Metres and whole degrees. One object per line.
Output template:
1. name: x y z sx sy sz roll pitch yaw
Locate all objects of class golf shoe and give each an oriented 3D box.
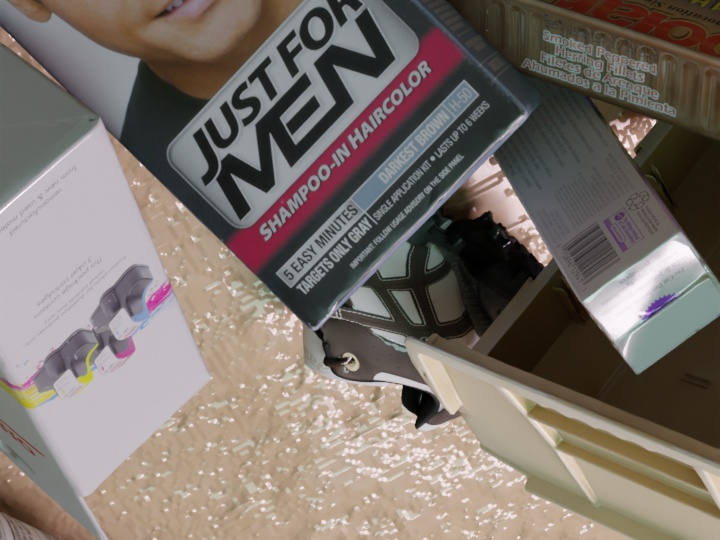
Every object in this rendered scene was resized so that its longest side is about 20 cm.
1. golf shoe: 0.000 0.000 0.808 0.094 0.078 0.200 -42 125 13

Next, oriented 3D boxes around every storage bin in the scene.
1. storage bin: 0.150 0.001 0.736 0.200 0.199 0.094 -50 132 -18

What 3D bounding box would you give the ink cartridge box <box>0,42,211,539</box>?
1. ink cartridge box: -0.123 -0.001 0.716 0.068 0.115 0.200 -43 151 -18

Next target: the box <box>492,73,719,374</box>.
1. box: 0.070 -0.040 0.724 0.041 0.200 0.039 -35 124 7

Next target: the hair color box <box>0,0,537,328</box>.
1. hair color box: -0.049 -0.089 0.674 0.200 0.061 0.099 45 104 0

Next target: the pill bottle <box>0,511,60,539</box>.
1. pill bottle: -0.162 0.151 0.836 0.200 0.113 0.113 32 109 -32

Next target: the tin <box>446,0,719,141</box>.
1. tin: 0.108 -0.096 0.712 0.112 0.200 0.042 -40 142 -42
